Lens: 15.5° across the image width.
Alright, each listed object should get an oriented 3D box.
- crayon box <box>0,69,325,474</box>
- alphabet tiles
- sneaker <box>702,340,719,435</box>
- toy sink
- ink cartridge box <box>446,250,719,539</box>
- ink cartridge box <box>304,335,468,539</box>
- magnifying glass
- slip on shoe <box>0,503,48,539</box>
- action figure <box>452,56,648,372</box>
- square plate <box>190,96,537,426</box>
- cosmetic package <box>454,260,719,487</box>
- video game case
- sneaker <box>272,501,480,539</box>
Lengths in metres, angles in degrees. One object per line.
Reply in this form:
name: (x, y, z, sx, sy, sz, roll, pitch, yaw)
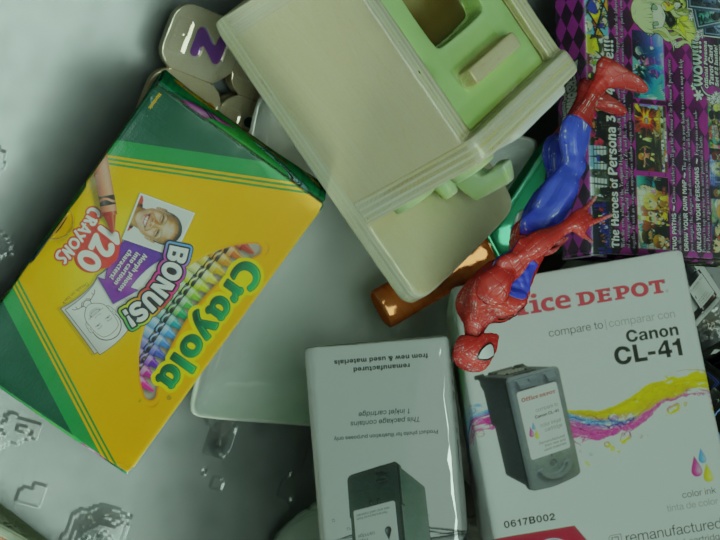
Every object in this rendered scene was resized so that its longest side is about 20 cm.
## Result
crayon box: (-0.124, 0.001, 1.527, 0.119, 0.058, 0.200, 35, 100, -8)
alphabet tiles: (-0.050, -0.075, 1.595, 0.195, 0.015, 0.201, 19, 94, -30)
sneaker: (0.188, 0.102, 1.661, 0.200, 0.070, 0.078, -35, 146, -45)
toy sink: (0.038, -0.106, 1.515, 0.201, 0.112, 0.130, 56, 42, -8)
ink cartridge box: (0.136, 0.102, 1.567, 0.147, 0.086, 0.201, -9, 77, -2)
ink cartridge box: (0.020, 0.144, 1.524, 0.083, 0.146, 0.201, -5, 85, 2)
magnifying glass: (0.095, -0.025, 1.625, 0.199, 0.022, 0.080, -30, 100, -13)
slip on shoe: (-0.210, 0.179, 1.562, 0.061, 0.074, 0.200, -49, 118, -2)
action figure: (0.105, -0.027, 1.518, 0.052, 0.065, 0.201, 35, 70, -7)
square plate: (0.000, 0.000, 1.617, 0.199, 0.028, 0.199, 8, 101, -30)
cosmetic package: (0.135, 0.056, 1.667, 0.200, 0.051, 0.083, -47, 125, -10)
video game case: (0.201, -0.102, 1.636, 0.180, 0.036, 0.201, 2, 83, -33)
sneaker: (0.041, 0.186, 1.626, 0.199, 0.087, 0.075, 2, 127, 4)
